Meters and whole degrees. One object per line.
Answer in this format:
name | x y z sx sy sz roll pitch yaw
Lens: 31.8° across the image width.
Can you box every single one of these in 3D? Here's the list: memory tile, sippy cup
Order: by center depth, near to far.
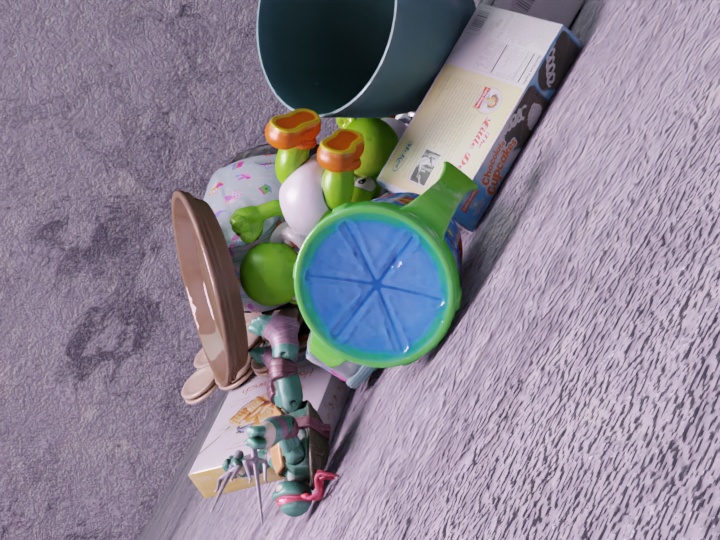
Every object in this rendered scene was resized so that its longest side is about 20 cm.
sippy cup | 0.027 -0.005 1.052 0.177 0.141 0.130 -15 12 20
memory tile | -0.120 0.064 1.413 0.153 0.017 0.201 -23 29 27

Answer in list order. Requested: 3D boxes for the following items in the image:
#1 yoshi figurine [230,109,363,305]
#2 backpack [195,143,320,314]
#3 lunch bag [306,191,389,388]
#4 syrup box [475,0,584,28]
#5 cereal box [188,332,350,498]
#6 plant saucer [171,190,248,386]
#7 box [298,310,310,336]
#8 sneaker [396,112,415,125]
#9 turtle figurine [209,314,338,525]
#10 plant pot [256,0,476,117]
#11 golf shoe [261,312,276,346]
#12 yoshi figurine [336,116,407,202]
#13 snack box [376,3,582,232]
yoshi figurine | -0.064 -0.042 1.200 0.113 0.111 0.201 -111 27 -50
backpack | -0.110 -0.049 1.416 0.166 0.127 0.201 -10 43 29
lunch bag | 0.013 0.017 1.246 0.161 0.077 0.200 -58 6 22
syrup box | 0.156 -0.251 1.340 0.079 0.081 0.200 -59 7 -10
cereal box | -0.082 0.140 1.300 0.143 0.040 0.200 -19 27 26
plant saucer | -0.150 0.016 1.260 0.200 0.029 0.202 166 90 -74
box | 0.000 0.000 1.443 0.201 0.079 0.141 -57 4 20
sneaker | 0.088 -0.203 1.522 0.199 0.079 0.130 -51 -6 -22
turtle figurine | -0.077 0.150 1.148 0.150 0.100 0.201 126 148 -54
plant pot | 0.020 -0.245 1.254 0.160 0.201 0.201 1 -47 -44
golf shoe | -0.094 0.083 1.479 0.092 0.072 0.201 98 161 -56
yoshi figurine | 0.026 -0.139 1.343 0.112 0.113 0.200 -10 25 27
snack box | 0.107 -0.145 1.168 0.116 0.037 0.201 30 89 48
